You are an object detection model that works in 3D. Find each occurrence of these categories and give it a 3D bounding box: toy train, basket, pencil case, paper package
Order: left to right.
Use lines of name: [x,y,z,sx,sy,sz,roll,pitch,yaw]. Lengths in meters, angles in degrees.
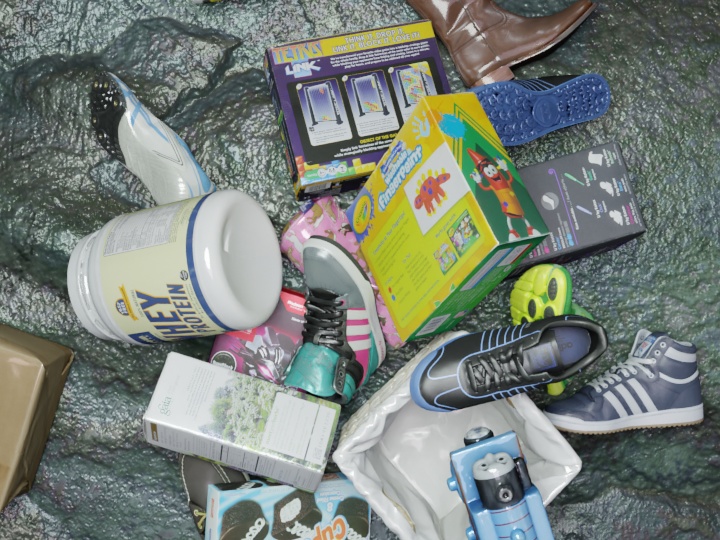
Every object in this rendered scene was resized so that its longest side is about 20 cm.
paper package: [-0.455,0.150,0.931,0.197,0.103,0.194,19,92,-3]
pencil case: [0.000,0.000,0.955,0.199,0.083,0.087,41,129,-2]
basket: [0.100,0.195,0.921,0.200,0.161,0.199,-43,92,0]
toy train: [0.145,0.252,0.789,0.085,0.114,0.203,-17,93,-3]

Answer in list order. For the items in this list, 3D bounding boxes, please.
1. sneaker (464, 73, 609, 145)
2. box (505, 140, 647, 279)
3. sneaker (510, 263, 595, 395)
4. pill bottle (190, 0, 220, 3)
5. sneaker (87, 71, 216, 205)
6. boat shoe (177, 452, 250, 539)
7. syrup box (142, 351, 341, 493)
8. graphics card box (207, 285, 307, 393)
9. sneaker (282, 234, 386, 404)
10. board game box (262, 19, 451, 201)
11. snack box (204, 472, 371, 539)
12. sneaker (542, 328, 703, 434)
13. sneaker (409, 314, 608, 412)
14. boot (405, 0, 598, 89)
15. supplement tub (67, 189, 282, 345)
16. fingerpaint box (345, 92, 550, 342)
sneaker: [0.179,-0.178,0.927,0.197,0.078,0.071,-11,97,-20]
box: [0.198,-0.057,0.933,0.197,0.122,0.108,-16,82,-2]
sneaker: [0.221,0.056,0.933,0.083,0.202,0.074,-35,50,-17]
pill bottle: [-0.105,-0.371,0.928,0.196,0.111,0.113,-9,91,-2]
sneaker: [-0.245,-0.147,0.959,0.072,0.072,0.201,-44,79,28]
boat shoe: [-0.153,0.280,0.939,0.071,0.061,0.204,-21,107,12]
syrup box: [-0.127,0.165,0.892,0.197,0.082,0.080,17,59,-1]
graphics card box: [-0.117,0.117,0.968,0.123,0.051,0.203,18,91,-2]
sneaker: [-0.041,0.071,0.888,0.083,0.202,0.121,10,47,32]
board game box: [0.004,-0.181,0.930,0.197,0.057,0.168,-12,77,-13]
snack box: [-0.078,0.295,0.931,0.197,0.037,0.118,3,90,-33]
sneaker: [0.307,0.128,0.970,0.196,0.070,0.111,-3,96,-9]
sneaker: [0.145,0.087,0.806,0.197,0.078,0.071,-20,88,-9]
boot: [0.153,-0.328,0.966,0.185,0.064,0.201,-35,87,-2]
supplement tub: [-0.199,0.002,0.889,0.197,0.145,0.148,-10,92,25]
fingerpaint box: [0.079,-0.050,0.841,0.072,0.200,0.169,-11,65,-32]
